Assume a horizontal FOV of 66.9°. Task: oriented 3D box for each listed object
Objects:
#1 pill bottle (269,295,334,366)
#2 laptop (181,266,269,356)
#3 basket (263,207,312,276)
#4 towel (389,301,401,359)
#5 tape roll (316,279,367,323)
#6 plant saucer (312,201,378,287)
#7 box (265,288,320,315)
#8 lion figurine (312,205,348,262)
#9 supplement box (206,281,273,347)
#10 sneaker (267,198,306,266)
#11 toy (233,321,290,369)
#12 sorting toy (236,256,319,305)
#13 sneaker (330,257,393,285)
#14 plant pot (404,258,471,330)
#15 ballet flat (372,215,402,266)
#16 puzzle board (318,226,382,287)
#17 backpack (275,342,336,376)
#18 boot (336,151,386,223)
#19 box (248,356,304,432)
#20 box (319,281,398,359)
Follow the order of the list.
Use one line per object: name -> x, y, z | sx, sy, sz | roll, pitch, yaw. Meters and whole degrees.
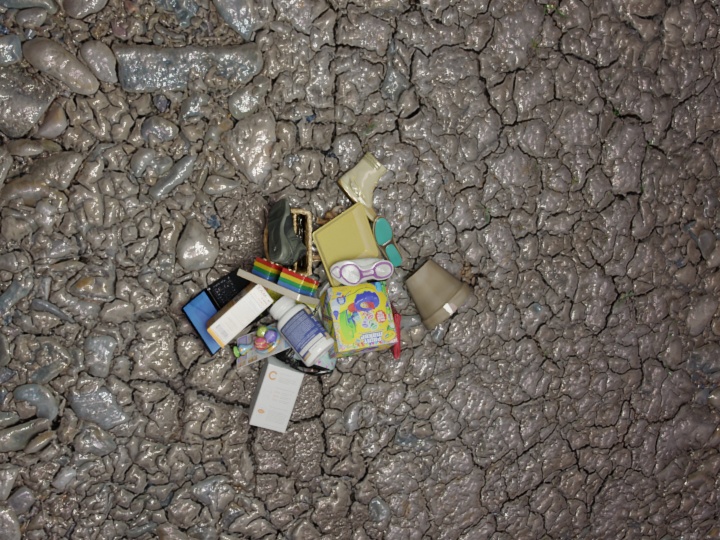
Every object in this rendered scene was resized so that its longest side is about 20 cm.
pill bottle -> -0.177, 0.172, 1.612 | 0.111, 0.111, 0.201 | -41, 80, -5
laptop -> -0.412, 0.125, 1.671 | 0.197, 0.104, 0.180 | -29, 106, 5
basket -> -0.225, -0.089, 1.668 | 0.138, 0.149, 0.207 | -1, 100, -15
towel -> 0.106, 0.189, 1.774 | 0.022, 0.200, 0.149 | 0, 99, -5
tape roll -> -0.049, 0.109, 1.805 | 0.197, 0.037, 0.210 | -3, 100, -15
plant saucer -> -0.053, -0.085, 1.699 | 0.198, 0.048, 0.204 | -35, 123, -23
box -> -0.227, 0.089, 1.711 | 0.198, 0.050, 0.076 | 36, 113, -2
lion figurine -> -0.100, -0.108, 1.731 | 0.120, 0.072, 0.206 | 10, 93, -29
supplement box -> -0.358, 0.122, 1.609 | 0.199, 0.126, 0.074 | -42, 105, -10
sneaker -> -0.214, -0.104, 1.595 | 0.075, 0.114, 0.205 | -18, 63, 25
toy -> -0.307, 0.214, 1.675 | 0.196, 0.117, 0.047 | -26, 136, 16
sorting toy -> -0.220, 0.025, 1.554 | 0.194, 0.200, 0.071 | 22, 88, 13
sneaker -> 0.000, 0.000, 1.691 | 0.194, 0.100, 0.077 | -2, 102, -12
plant pot -> 0.243, 0.064, 1.812 | 0.199, 0.200, 0.175 | -40, 90, -5
ballet flat -> 0.079, -0.100, 1.771 | 0.069, 0.066, 0.203 | -27, 125, -6
puzzle board -> -0.032, -0.047, 1.774 | 0.195, 0.017, 0.155 | -20, 87, -14
backpack -> -0.162, 0.256, 1.740 | 0.196, 0.166, 0.130 | 19, 89, -23
boot -> 0.038, -0.261, 1.754 | 0.155, 0.073, 0.201 | -44, 104, -6
box -> -0.274, 0.396, 1.757 | 0.121, 0.097, 0.205 | 18, 94, -16
box -> -0.009, 0.154, 1.695 | 0.194, 0.122, 0.198 | -7, 74, -20
